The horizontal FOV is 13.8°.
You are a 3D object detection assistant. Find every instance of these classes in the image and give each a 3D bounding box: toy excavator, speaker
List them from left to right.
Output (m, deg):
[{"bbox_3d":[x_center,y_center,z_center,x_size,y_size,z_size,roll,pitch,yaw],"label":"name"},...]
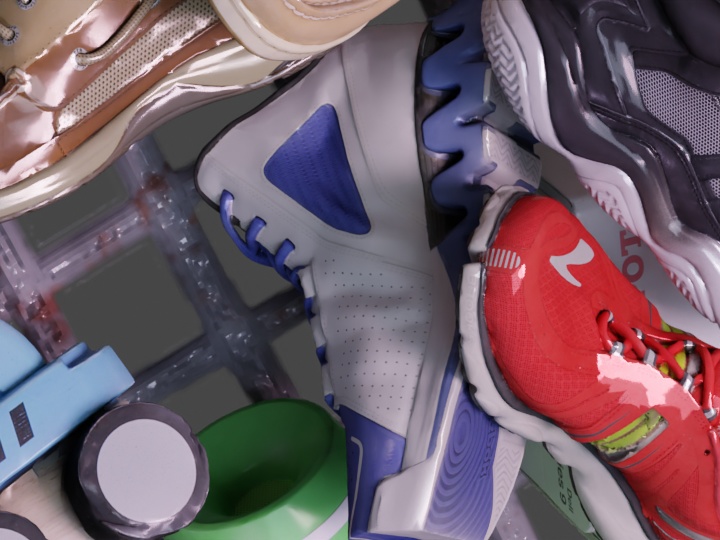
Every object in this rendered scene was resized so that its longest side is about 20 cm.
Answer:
[{"bbox_3d":[-0.182,0.054,1.010,0.194,0.100,0.200,-36,89,-25],"label":"toy excavator"},{"bbox_3d":[-0.005,0.148,1.135,0.088,0.088,0.201,-32,121,-9],"label":"speaker"}]

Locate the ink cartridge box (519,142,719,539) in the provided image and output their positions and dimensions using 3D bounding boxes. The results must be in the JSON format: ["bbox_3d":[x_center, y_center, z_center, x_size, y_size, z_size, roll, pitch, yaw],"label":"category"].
[{"bbox_3d":[0.155,0.003,1.145,0.199,0.087,0.146,-16,116,-19],"label":"ink cartridge box"}]

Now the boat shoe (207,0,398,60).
[{"bbox_3d":[0.016,-0.131,0.973,0.074,0.069,0.200,58,37,-9],"label":"boat shoe"}]

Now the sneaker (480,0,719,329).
[{"bbox_3d":[0.141,-0.050,1.005,0.114,0.076,0.200,-34,115,32],"label":"sneaker"}]

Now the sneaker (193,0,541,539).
[{"bbox_3d":[0.000,-0.001,1.049,0.081,0.114,0.201,32,62,-63],"label":"sneaker"}]

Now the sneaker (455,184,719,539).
[{"bbox_3d":[0.101,0.035,1.017,0.200,0.084,0.077,46,54,-45],"label":"sneaker"}]

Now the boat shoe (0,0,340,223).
[{"bbox_3d":[-0.095,-0.077,0.975,0.199,0.076,0.074,-30,114,-24],"label":"boat shoe"}]
